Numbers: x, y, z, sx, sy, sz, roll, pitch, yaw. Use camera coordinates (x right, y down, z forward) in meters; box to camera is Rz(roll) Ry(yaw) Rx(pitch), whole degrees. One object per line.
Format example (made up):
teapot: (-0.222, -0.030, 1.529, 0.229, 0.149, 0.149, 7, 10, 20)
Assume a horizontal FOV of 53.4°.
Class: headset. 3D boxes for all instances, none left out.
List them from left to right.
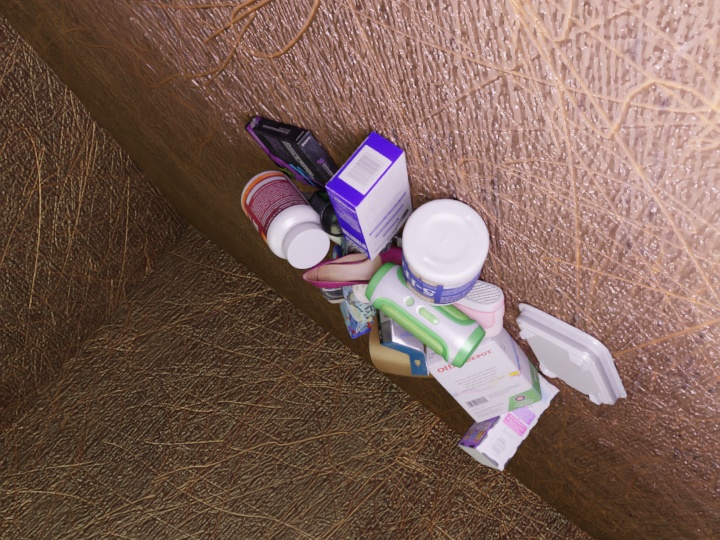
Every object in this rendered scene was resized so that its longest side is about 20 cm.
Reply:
headset: (-0.007, -0.096, 1.287, 0.123, 0.094, 0.200, 16, -159, -48)

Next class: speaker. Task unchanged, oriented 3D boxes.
speaker: (0.105, 0.072, 1.182, 0.200, 0.089, 0.089, 37, 169, 15)

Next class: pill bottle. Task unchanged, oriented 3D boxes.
pill bottle: (-0.140, -0.095, 1.350, 0.200, 0.113, 0.113, 50, 178, 42)
pill bottle: (0.120, -0.015, 1.058, 0.119, 0.120, 0.200, 37, 169, 13)

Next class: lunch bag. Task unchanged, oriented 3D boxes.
lunch bag: (-0.021, 0.042, 1.709, 0.200, 0.093, 0.151, 67, -177, -55)

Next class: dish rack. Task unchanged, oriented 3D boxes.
dish rack: (0.335, 0.145, 1.161, 0.171, 0.044, 0.200, 29, 165, 43)

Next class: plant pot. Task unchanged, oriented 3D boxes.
plant pot: (0.151, 0.153, 1.520, 0.199, 0.187, 0.187, 14, 155, 38)

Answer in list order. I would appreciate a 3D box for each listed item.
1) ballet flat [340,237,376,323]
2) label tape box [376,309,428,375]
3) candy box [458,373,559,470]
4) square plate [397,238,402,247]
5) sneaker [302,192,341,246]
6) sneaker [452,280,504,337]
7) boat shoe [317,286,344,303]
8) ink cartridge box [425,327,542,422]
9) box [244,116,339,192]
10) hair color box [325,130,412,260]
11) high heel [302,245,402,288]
ballet flat: (0.000, 0.000, 1.376, 0.074, 0.074, 0.202, 117, 143, -79)
label tape box: (0.073, 0.102, 1.367, 0.144, 0.063, 0.202, 134, 130, -79)
candy box: (0.303, 0.306, 1.483, 0.071, 0.200, 0.168, 38, 169, 3)
square plate: (0.152, 0.034, 1.380, 0.198, 0.028, 0.200, 36, 168, 22)
sneaker: (-0.044, -0.095, 1.456, 0.199, 0.073, 0.071, 34, 162, -16)
sneaker: (0.165, 0.054, 1.242, 0.200, 0.075, 0.105, 26, 145, 40)
boat shoe: (-0.004, 0.015, 1.495, 0.199, 0.073, 0.063, -19, 137, 29)
ink cartridge box: (0.234, 0.186, 1.366, 0.200, 0.144, 0.084, 48, -150, -31)
box: (-0.116, -0.209, 1.307, 0.200, 0.036, 0.143, 25, 161, 50)
hair color box: (0.018, -0.106, 1.071, 0.065, 0.109, 0.200, 36, 168, 20)
high heel: (-0.007, -0.001, 1.284, 0.199, 0.096, 0.068, -18, 84, 39)
